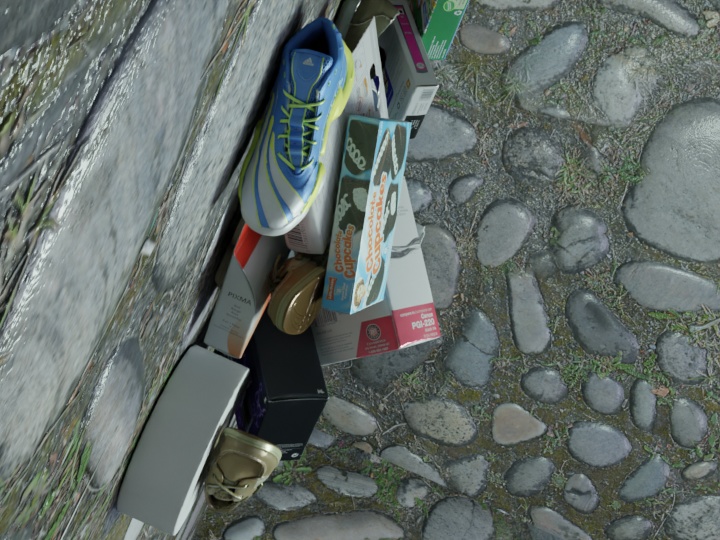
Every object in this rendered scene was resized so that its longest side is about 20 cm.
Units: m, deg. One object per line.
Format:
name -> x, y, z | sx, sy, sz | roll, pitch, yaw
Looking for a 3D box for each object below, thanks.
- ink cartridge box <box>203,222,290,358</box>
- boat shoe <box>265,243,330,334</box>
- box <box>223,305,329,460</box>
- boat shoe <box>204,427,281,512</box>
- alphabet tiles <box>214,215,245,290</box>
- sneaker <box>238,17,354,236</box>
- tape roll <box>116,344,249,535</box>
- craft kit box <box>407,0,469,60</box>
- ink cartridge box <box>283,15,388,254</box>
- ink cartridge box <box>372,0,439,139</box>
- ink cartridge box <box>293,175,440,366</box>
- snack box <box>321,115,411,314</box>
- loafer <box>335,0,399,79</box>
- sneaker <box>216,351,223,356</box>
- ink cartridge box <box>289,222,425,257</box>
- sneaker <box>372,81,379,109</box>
ink cartridge box -> -0.096, -0.029, 1.122 | 0.162, 0.050, 0.200 | -68, -176, -51
boat shoe -> -0.065, 0.012, 1.138 | 0.200, 0.062, 0.074 | -45, 158, -70
box -> -0.110, 0.110, 1.288 | 0.141, 0.078, 0.201 | 117, -34, -45
boat shoe -> -0.138, 0.227, 1.180 | 0.200, 0.072, 0.065 | 126, -12, -63
alphabet tiles -> -0.112, -0.072, 1.165 | 0.196, 0.015, 0.201 | 117, -3, -80
sneaker -> -0.061, -0.135, 0.924 | 0.105, 0.075, 0.201 | 83, 22, -66
tape roll -> -0.195, 0.187, 1.179 | 0.202, 0.070, 0.203 | -157, -90, -90
craft kit box -> 0.086, -0.382, 1.232 | 0.200, 0.048, 0.199 | 113, -27, -66
ink cartridge box -> -0.031, -0.141, 1.093 | 0.161, 0.050, 0.201 | 80, 28, -50
ink cartridge box -> 0.038, -0.265, 1.282 | 0.095, 0.037, 0.201 | 115, -38, -54
ink cartridge box -> 0.000, 0.000, 1.271 | 0.085, 0.201, 0.145 | -12, 177, -45
snack box -> 0.008, -0.061, 1.124 | 0.116, 0.037, 0.201 | -19, 119, -70
loafer -> -0.009, -0.240, 1.245 | 0.075, 0.069, 0.200 | -66, 180, -47
sneaker -> -0.160, 0.093, 1.482 | 0.200, 0.074, 0.107 | -87, -166, -63
ink cartridge box -> -0.033, -0.024, 1.433 | 0.084, 0.199, 0.146 | 114, 0, -71
sneaker -> -0.009, -0.219, 1.720 | 0.202, 0.076, 0.147 | 61, 41, -78
